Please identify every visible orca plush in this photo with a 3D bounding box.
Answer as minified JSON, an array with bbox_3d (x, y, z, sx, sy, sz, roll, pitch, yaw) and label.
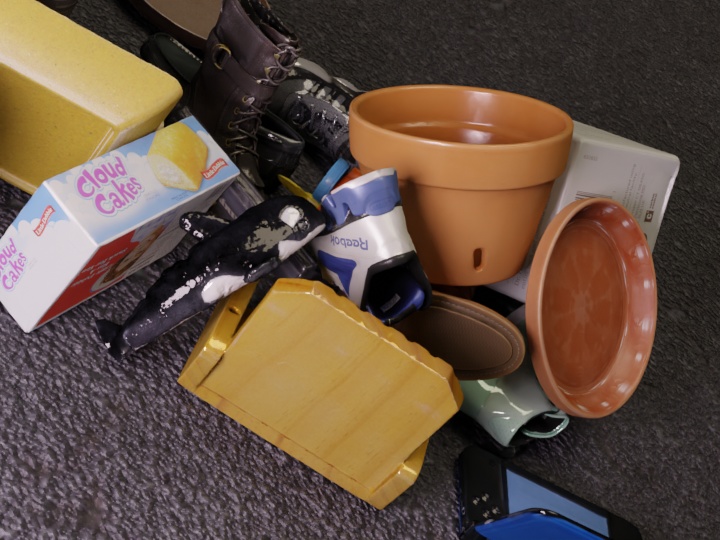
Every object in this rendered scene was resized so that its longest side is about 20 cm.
[{"bbox_3d":[-0.128,-0.012,1.300,0.071,0.199,0.105,59,5,-10],"label":"orca plush"}]

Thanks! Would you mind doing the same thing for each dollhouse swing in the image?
[{"bbox_3d":[-0.013,0.061,1.328,0.199,0.176,0.182,32,31,-7],"label":"dollhouse swing"}]

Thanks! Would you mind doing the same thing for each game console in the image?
[{"bbox_3d":[0.195,0.215,1.394,0.199,0.118,0.171,28,33,-17],"label":"game console"}]

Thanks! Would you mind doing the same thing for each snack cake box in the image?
[{"bbox_3d":[-0.198,-0.040,1.313,0.067,0.115,0.200,49,35,4],"label":"snack cake box"}]

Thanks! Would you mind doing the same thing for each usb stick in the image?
[{"bbox_3d":[-0.101,-0.058,1.394,0.033,0.055,0.200,-36,74,-12],"label":"usb stick"}]

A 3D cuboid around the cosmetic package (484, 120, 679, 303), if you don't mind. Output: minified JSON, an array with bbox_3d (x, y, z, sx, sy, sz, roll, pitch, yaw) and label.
[{"bbox_3d":[0.172,-0.069,1.624,0.166,0.168,0.200,4,16,-45],"label":"cosmetic package"}]

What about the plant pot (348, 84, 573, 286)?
[{"bbox_3d":[0.084,-0.075,1.473,0.199,0.141,0.200,4,20,-2],"label":"plant pot"}]

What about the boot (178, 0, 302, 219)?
[{"bbox_3d":[-0.105,-0.143,1.501,0.069,0.174,0.200,-7,52,-50],"label":"boot"}]

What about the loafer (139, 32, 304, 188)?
[{"bbox_3d":[-0.132,-0.167,1.605,0.201,0.070,0.068,44,31,11],"label":"loafer"}]

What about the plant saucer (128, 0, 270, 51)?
[{"bbox_3d":[-0.184,-0.296,1.760,0.199,0.032,0.201,26,33,-18],"label":"plant saucer"}]

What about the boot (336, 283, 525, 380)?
[{"bbox_3d":[0.078,0.038,1.492,0.199,0.077,0.155,4,16,28],"label":"boot"}]

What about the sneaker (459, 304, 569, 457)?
[{"bbox_3d":[0.159,0.104,1.544,0.118,0.074,0.200,43,39,19],"label":"sneaker"}]

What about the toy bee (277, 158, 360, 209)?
[{"bbox_3d":[-0.008,-0.056,1.579,0.199,0.109,0.131,-28,75,-30],"label":"toy bee"}]

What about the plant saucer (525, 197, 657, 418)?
[{"bbox_3d":[0.208,0.034,1.505,0.200,0.032,0.202,-1,92,-50],"label":"plant saucer"}]

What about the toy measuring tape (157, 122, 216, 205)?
[{"bbox_3d":[-0.205,-0.121,1.454,0.200,0.074,0.074,39,29,-21],"label":"toy measuring tape"}]

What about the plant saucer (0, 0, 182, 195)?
[{"bbox_3d":[-0.269,-0.129,1.315,0.199,0.200,0.049,28,52,-15],"label":"plant saucer"}]

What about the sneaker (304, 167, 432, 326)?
[{"bbox_3d":[0.000,0.000,1.389,0.080,0.199,0.116,-17,79,-17],"label":"sneaker"}]

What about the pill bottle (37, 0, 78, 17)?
[{"bbox_3d":[-0.302,-0.221,1.374,0.110,0.200,0.111,26,33,-18],"label":"pill bottle"}]

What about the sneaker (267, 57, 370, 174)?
[{"bbox_3d":[-0.033,-0.146,1.672,0.199,0.076,0.114,16,35,-36],"label":"sneaker"}]
